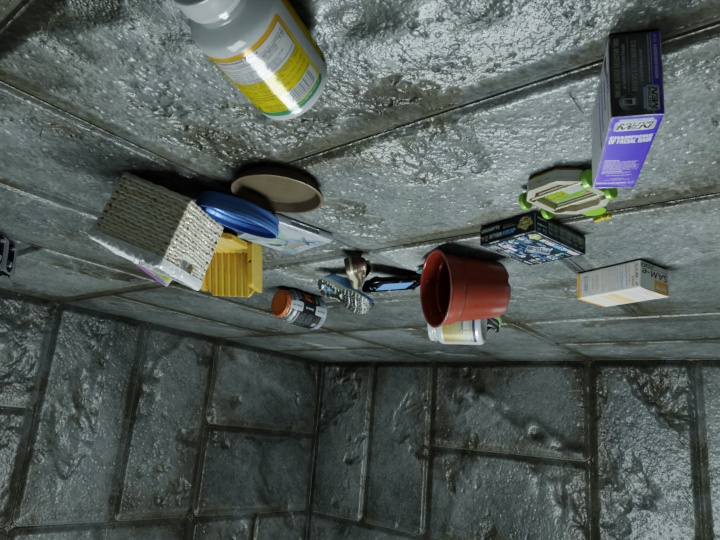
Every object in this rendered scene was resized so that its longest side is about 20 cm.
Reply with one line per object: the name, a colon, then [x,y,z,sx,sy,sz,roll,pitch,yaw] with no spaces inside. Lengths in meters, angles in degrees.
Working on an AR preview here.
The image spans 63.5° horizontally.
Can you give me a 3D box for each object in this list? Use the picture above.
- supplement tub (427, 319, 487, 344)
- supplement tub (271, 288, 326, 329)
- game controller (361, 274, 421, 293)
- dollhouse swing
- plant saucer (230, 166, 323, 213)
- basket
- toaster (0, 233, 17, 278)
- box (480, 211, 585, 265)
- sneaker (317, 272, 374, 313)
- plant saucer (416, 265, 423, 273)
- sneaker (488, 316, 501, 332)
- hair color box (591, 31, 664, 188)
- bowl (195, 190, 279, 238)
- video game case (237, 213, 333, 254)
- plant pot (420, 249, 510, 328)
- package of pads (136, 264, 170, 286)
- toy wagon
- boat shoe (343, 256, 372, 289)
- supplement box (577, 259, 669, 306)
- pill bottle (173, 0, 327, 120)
supplement tub: [0.350,0.193,2.101,0.194,0.149,0.144,-1,164,23]
supplement tub: [-0.228,0.142,2.160,0.120,0.127,0.197,-8,160,40]
game controller: [0.103,0.040,1.774,0.194,0.044,0.104,-3,171,-25]
dollhouse swing: [-0.394,-0.013,1.605,0.193,0.188,0.175,2,-175,15]
plant saucer: [-0.171,-0.168,1.215,0.193,0.030,0.201,6,165,1]
basket: [-0.433,-0.081,1.267,0.195,0.165,0.199,22,169,15]
toaster: [-1.167,-0.061,1.765,0.193,0.123,0.181,7,164,-8]
box: [0.396,-0.068,1.341,0.196,0.048,0.157,16,161,-34]
sneaker: [-0.036,0.058,1.814,0.197,0.090,0.080,29,134,22]
plant saucer: [0.264,0.010,1.722,0.194,0.020,0.070,11,163,-23]
sneaker: [0.445,0.208,2.237,0.195,0.087,0.076,-6,161,36]
hair color box: [0.345,-0.200,0.765,0.063,0.113,0.200,0,164,17]
bowl: [-0.275,-0.125,1.310,0.195,0.041,0.201,17,171,3]
video game case: [-0.197,-0.090,1.512,0.179,0.023,0.197,18,161,-36]
plant pot: [0.284,0.049,1.557,0.189,0.208,0.201,1,167,-17]
package of pads: [-0.581,-0.040,1.639,0.154,0.069,0.199,40,156,-12]
toy wagon: [0.404,-0.138,1.103,0.196,0.041,0.154,15,162,-32]
boat shoe: [0.001,0.006,1.700,0.073,0.077,0.202,-13,170,3]
supplement box: [0.699,0.038,1.561,0.123,0.076,0.198,14,163,-28]
pill bottle: [-0.124,-0.271,0.666,0.109,0.117,0.200,-1,164,22]
